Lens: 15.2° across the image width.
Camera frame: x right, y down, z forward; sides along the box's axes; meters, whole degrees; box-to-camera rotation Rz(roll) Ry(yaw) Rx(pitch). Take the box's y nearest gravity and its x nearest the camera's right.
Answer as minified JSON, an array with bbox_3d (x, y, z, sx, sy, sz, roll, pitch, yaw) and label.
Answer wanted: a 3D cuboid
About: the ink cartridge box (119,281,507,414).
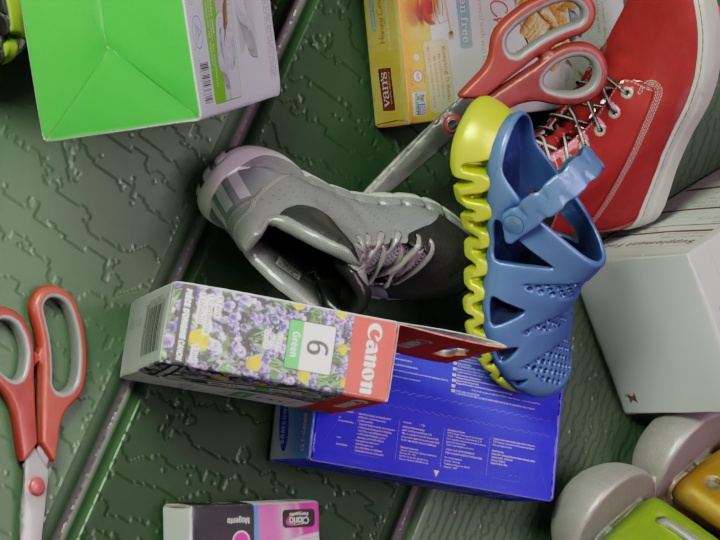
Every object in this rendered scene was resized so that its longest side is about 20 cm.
[{"bbox_3d":[-0.029,0.052,1.555,0.200,0.109,0.050,11,80,-16],"label":"ink cartridge box"}]

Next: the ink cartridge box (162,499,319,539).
[{"bbox_3d":[-0.069,0.236,1.599,0.095,0.037,0.201,1,88,-38],"label":"ink cartridge box"}]

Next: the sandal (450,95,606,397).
[{"bbox_3d":[0.110,-0.008,1.647,0.080,0.087,0.200,-50,139,-47],"label":"sandal"}]

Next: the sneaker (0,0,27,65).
[{"bbox_3d":[-0.210,-0.214,1.504,0.081,0.074,0.200,-21,103,-52],"label":"sneaker"}]

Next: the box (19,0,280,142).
[{"bbox_3d":[-0.119,-0.182,1.489,0.176,0.096,0.200,-37,119,-75],"label":"box"}]

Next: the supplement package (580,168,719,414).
[{"bbox_3d":[0.260,0.003,1.821,0.200,0.117,0.117,-31,106,-35],"label":"supplement package"}]

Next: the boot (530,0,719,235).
[{"bbox_3d":[0.146,-0.103,1.722,0.144,0.072,0.200,-12,130,-35],"label":"boot"}]

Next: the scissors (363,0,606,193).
[{"bbox_3d":[0.062,-0.104,1.669,0.200,0.014,0.073,-27,108,-2],"label":"scissors"}]

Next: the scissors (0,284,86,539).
[{"bbox_3d":[-0.178,0.110,1.532,0.073,0.014,0.201,-9,91,-40],"label":"scissors"}]

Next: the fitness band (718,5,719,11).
[{"bbox_3d":[0.287,-0.209,1.909,0.200,0.037,0.144,32,68,-31],"label":"fitness band"}]

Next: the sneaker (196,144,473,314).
[{"bbox_3d":[0.000,0.000,1.610,0.200,0.116,0.075,17,115,-30],"label":"sneaker"}]

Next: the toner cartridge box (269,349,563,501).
[{"bbox_3d":[0.038,0.086,1.687,0.200,0.043,0.095,14,77,-37],"label":"toner cartridge box"}]

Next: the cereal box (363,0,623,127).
[{"bbox_3d":[0.089,-0.171,1.746,0.200,0.039,0.144,-9,94,-38],"label":"cereal box"}]

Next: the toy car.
[{"bbox_3d":[0.227,0.199,1.777,0.200,0.175,0.150,-31,143,-36],"label":"toy car"}]
